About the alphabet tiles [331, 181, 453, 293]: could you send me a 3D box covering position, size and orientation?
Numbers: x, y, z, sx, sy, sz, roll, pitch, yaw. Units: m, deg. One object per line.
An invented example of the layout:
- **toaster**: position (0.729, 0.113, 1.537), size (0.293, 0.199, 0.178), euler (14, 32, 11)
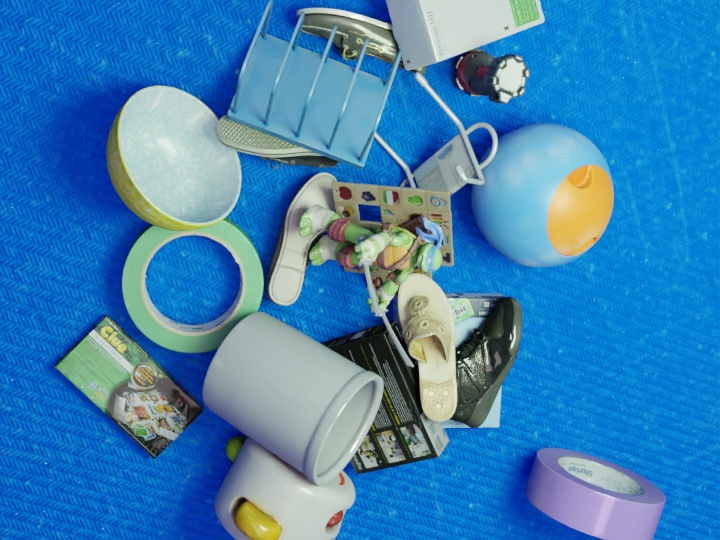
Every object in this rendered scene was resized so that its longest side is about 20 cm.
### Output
- **alphabet tiles**: position (0.050, -0.040, 1.493), size (0.165, 0.008, 0.201), euler (6, 135, 15)

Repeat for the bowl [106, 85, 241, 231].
- **bowl**: position (-0.270, -0.136, 1.431), size (0.107, 0.200, 0.201), euler (-26, 109, 41)

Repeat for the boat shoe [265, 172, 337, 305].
- **boat shoe**: position (-0.090, -0.048, 1.522), size (0.066, 0.057, 0.202), euler (21, 91, -15)

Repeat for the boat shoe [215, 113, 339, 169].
- **boat shoe**: position (-0.106, -0.178, 1.477), size (0.198, 0.062, 0.075), euler (3, 62, -17)

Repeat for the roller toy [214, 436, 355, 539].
- **roller toy**: position (-0.110, 0.333, 1.514), size (0.181, 0.200, 0.141), euler (26, 96, -27)

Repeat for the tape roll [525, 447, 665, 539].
- **tape roll**: position (0.351, 0.336, 1.585), size (0.198, 0.200, 0.066), euler (14, 99, -12)

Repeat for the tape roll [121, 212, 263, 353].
- **tape roll**: position (-0.238, 0.015, 1.507), size (0.198, 0.048, 0.203), euler (-2, 101, -8)

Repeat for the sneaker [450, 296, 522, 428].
- **sneaker**: position (0.158, 0.123, 1.532), size (0.113, 0.076, 0.201), euler (21, 102, -19)

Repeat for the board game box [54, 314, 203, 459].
- **board game box**: position (-0.333, 0.170, 1.532), size (0.105, 0.023, 0.200), euler (-42, 105, 2)

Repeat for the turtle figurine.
- **turtle figurine**: position (0.000, 0.000, 1.422), size (0.193, 0.144, 0.202), euler (20, 92, 30)

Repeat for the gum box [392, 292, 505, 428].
- **gum box**: position (0.130, 0.135, 1.592), size (0.168, 0.045, 0.202), euler (0, 101, -9)

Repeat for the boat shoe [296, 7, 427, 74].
- **boat shoe**: position (0.005, -0.320, 1.472), size (0.200, 0.072, 0.061), euler (9, 94, -15)

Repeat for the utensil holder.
- **utensil holder**: position (-0.095, 0.173, 1.462), size (0.199, 0.170, 0.171), euler (28, 96, 19)

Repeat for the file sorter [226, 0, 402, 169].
- **file sorter**: position (-0.059, -0.253, 1.411), size (0.198, 0.123, 0.140), euler (20, 68, -4)

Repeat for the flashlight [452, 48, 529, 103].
- **flashlight**: position (0.179, -0.270, 1.445), size (0.068, 0.200, 0.068), euler (-29, 103, -4)

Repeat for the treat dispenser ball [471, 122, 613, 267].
- **treat dispenser ball**: position (0.255, -0.105, 1.488), size (0.199, 0.201, 0.203), euler (-2, 101, -9)

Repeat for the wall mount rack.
- **wall mount rack**: position (0.090, -0.166, 1.482), size (0.074, 0.200, 0.175), euler (5, 57, -46)

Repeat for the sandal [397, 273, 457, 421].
- **sandal**: position (0.099, 0.103, 1.469), size (0.077, 0.070, 0.214), euler (-10, 82, 1)

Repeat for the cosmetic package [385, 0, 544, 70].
- **cosmetic package**: position (0.144, -0.358, 1.450), size (0.199, 0.085, 0.109), euler (-27, 106, -28)

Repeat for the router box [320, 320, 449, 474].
- **router box**: position (0.022, 0.188, 1.538), size (0.148, 0.051, 0.202), euler (-18, 101, 31)
